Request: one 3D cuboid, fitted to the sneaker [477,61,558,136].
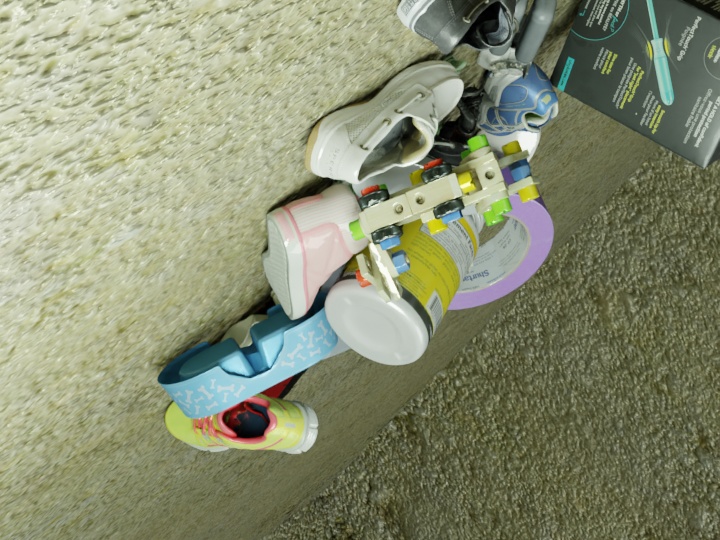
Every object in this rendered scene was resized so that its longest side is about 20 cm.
[{"bbox_3d":[0.173,-0.179,1.593,0.076,0.077,0.200,-43,172,-4],"label":"sneaker"}]

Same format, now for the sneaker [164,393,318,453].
[{"bbox_3d":[-0.150,0.166,1.634,0.198,0.079,0.090,-2,169,29],"label":"sneaker"}]

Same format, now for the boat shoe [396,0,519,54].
[{"bbox_3d":[0.098,-0.212,1.183,0.070,0.066,0.200,-46,171,24],"label":"boat shoe"}]

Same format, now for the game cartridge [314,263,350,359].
[{"bbox_3d":[0.000,0.000,1.584,0.202,0.041,0.133,-69,168,12],"label":"game cartridge"}]

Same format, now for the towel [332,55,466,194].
[{"bbox_3d":[0.032,-0.126,1.424,0.152,0.023,0.200,-39,170,-18],"label":"towel"}]

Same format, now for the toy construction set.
[{"bbox_3d":[0.065,-0.055,1.310,0.199,0.093,0.131,-37,173,13],"label":"toy construction set"}]

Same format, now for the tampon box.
[{"bbox_3d":[0.335,-0.230,1.549,0.126,0.199,0.151,-27,144,-56],"label":"tampon box"}]

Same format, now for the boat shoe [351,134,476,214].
[{"bbox_3d":[0.059,-0.102,1.390,0.198,0.068,0.072,4,146,-43],"label":"boat shoe"}]

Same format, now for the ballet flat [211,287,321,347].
[{"bbox_3d":[-0.102,0.059,1.602,0.199,0.068,0.072,-38,155,-3],"label":"ballet flat"}]

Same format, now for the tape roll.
[{"bbox_3d":[0.132,-0.043,1.747,0.197,0.066,0.201,-12,140,-10],"label":"tape roll"}]

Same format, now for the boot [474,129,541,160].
[{"bbox_3d":[0.155,-0.133,1.791,0.200,0.073,0.090,-46,-176,28],"label":"boot"}]

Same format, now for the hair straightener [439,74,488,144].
[{"bbox_3d":[0.103,-0.162,1.495,0.200,0.040,0.078,89,15,-79],"label":"hair straightener"}]

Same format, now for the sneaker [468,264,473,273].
[{"bbox_3d":[0.104,-0.036,1.620,0.075,0.081,0.201,-16,146,-38],"label":"sneaker"}]

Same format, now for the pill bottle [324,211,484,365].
[{"bbox_3d":[0.054,-0.013,1.469,0.201,0.114,0.115,-59,-179,-34],"label":"pill bottle"}]

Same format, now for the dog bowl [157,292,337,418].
[{"bbox_3d":[-0.112,0.090,1.491,0.198,0.050,0.111,-27,-165,-7],"label":"dog bowl"}]

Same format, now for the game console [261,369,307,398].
[{"bbox_3d":[-0.138,0.116,1.800,0.170,0.120,0.200,1,147,-28],"label":"game console"}]

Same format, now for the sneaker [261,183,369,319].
[{"bbox_3d":[-0.038,-0.020,1.407,0.104,0.076,0.201,-26,162,-14],"label":"sneaker"}]

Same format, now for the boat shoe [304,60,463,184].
[{"bbox_3d":[0.037,-0.123,1.270,0.199,0.069,0.071,-36,145,-38],"label":"boat shoe"}]

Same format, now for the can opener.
[{"bbox_3d":[0.148,-0.231,1.370,0.200,0.052,0.067,101,3,-82],"label":"can opener"}]
